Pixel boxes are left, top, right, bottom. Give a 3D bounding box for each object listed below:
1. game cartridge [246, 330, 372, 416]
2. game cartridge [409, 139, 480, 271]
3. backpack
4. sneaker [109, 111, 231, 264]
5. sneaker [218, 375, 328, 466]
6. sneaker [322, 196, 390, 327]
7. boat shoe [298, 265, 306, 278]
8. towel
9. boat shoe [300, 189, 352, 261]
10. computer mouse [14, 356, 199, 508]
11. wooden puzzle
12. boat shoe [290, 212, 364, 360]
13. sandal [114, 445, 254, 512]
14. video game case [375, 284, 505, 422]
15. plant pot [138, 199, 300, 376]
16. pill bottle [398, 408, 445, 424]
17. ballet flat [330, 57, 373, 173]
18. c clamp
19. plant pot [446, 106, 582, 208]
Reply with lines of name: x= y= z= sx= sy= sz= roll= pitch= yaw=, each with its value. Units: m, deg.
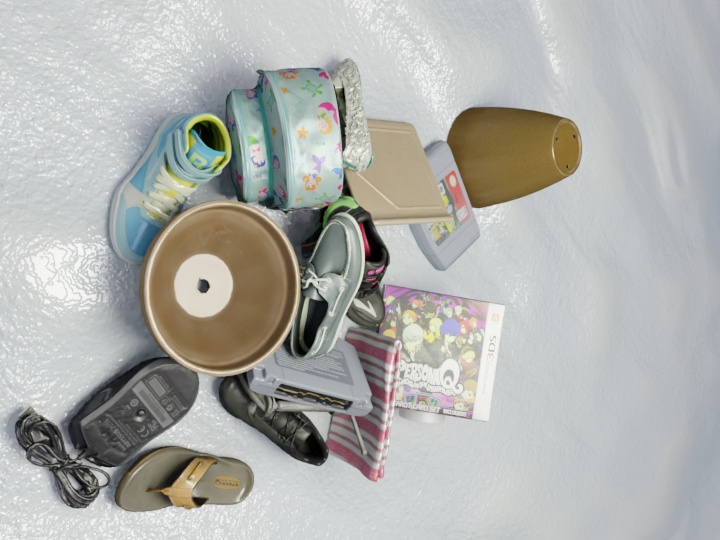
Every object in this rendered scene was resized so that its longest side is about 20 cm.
game cartridge: x=-0.078 y=0.127 z=0.822 sx=0.197 sy=0.135 sz=0.041 roll=23 pitch=122 yaw=-34
game cartridge: x=0.139 y=-0.109 z=1.042 sx=0.132 sy=0.040 sz=0.203 roll=-38 pitch=116 yaw=-27
backpack: x=-0.094 y=-0.162 z=0.741 sx=0.147 sy=0.199 sz=0.183 roll=-10 pitch=101 yaw=-23
sneaker: x=-0.221 y=-0.102 z=0.685 sx=0.079 sy=0.129 sz=0.204 roll=27 pitch=77 yaw=-37
sneaker: x=-0.112 y=0.206 z=0.819 sx=0.200 sy=0.090 sz=0.077 roll=44 pitch=73 yaw=-31
sneaker: x=0.000 y=0.000 z=0.812 sx=0.076 sy=0.083 sz=0.204 roll=-31 pitch=123 yaw=-25
boat shoe: x=-0.080 y=0.028 z=0.849 sx=0.197 sy=0.062 sz=0.075 roll=5 pitch=86 yaw=-40
towel: x=0.003 y=0.193 z=0.879 sx=0.029 sy=0.145 sz=0.206 roll=10 pitch=86 yaw=-31
boat shoe: x=-0.028 y=-0.084 z=0.890 sx=0.199 sy=0.071 sz=0.074 roll=-41 pitch=113 yaw=-41
computer mouse: x=-0.289 y=0.170 z=0.701 sx=0.198 sy=0.052 sz=0.141 roll=-34 pitch=119 yaw=-21
wooden puzzle: x=0.041 y=-0.153 z=0.908 sx=0.182 sy=0.037 sz=0.204 roll=-6 pitch=65 yaw=-39
boat shoe: x=-0.048 y=0.026 z=0.762 sx=0.061 sy=0.072 sz=0.205 roll=-21 pitch=130 yaw=-60
sandal: x=-0.215 y=0.280 z=0.759 sx=0.198 sy=0.054 sz=0.084 roll=25 pitch=81 yaw=-41
video game case: x=0.117 y=0.128 z=0.916 sx=0.195 sy=0.036 sz=0.186 roll=10 pitch=87 yaw=-3
plant pot: x=-0.179 y=0.020 z=0.721 sx=0.197 sy=0.092 sz=0.207 roll=-1 pitch=92 yaw=-36
pill bottle: x=0.114 y=0.147 z=0.989 sx=0.109 sy=0.110 sz=0.206 roll=7 pitch=89 yaw=-39
ballet flat: x=-0.026 y=-0.231 z=0.837 sx=0.071 sy=0.071 sz=0.204 roll=15 pitch=52 yaw=-38
c clamp: x=-0.084 y=0.167 z=0.813 sx=0.197 sy=0.027 sz=0.173 roll=19 pitch=37 yaw=-39
plant pot: x=0.284 y=-0.209 z=1.050 sx=0.183 sy=0.198 sz=0.192 roll=-4 pitch=96 yaw=-38
